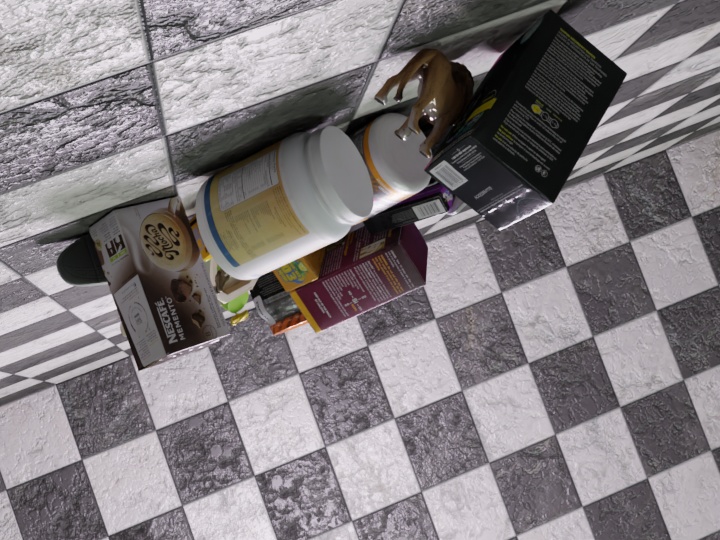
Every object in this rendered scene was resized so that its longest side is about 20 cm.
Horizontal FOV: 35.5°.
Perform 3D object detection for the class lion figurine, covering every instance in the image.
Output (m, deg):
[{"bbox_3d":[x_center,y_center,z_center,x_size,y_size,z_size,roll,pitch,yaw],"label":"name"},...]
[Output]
[{"bbox_3d":[0.084,-0.210,1.303,0.123,0.072,0.200,-55,169,-3],"label":"lion figurine"}]

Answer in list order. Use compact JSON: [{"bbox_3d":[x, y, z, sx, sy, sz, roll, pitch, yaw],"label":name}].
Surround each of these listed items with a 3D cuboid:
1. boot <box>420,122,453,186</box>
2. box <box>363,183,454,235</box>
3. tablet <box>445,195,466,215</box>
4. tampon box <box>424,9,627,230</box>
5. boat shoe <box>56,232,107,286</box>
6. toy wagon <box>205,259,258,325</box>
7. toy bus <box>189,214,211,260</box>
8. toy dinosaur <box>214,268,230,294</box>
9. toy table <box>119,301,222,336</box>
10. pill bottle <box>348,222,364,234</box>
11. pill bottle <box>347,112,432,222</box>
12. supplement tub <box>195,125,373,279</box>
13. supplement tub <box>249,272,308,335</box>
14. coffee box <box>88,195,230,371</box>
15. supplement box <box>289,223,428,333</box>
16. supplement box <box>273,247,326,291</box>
[{"bbox_3d":[0.068,-0.153,1.654,0.198,0.070,0.132,-32,-156,5],"label":"boot"},{"bbox_3d":[0.095,-0.141,1.726,0.141,0.036,0.201,-16,-148,33],"label":"box"},{"bbox_3d":[0.131,-0.140,1.736,0.130,0.014,0.199,-43,-153,-17],"label":"tablet"},{"bbox_3d":[0.197,-0.178,1.353,0.201,0.126,0.150,-57,-171,-20],"label":"tampon box"},{"bbox_3d":[-0.332,-0.023,1.565,0.200,0.075,0.065,-27,176,-36],"label":"boat shoe"},{"bbox_3d":[-0.197,-0.009,1.748,0.039,0.203,0.154,28,-141,30],"label":"toy wagon"},{"bbox_3d":[-0.153,-0.083,1.655,0.197,0.080,0.065,-19,175,-28],"label":"toy bus"},{"bbox_3d":[-0.133,-0.043,1.596,0.199,0.059,0.101,-34,-177,-27],"label":"toy dinosaur"},{"bbox_3d":[-0.309,0.023,1.786,0.197,0.119,0.184,-16,-175,-9],"label":"toy table"},{"bbox_3d":[-0.011,-0.036,1.887,0.112,0.115,0.200,-19,163,-21],"label":"pill bottle"},{"bbox_3d":[-0.002,-0.131,1.571,0.115,0.118,0.199,-17,173,-46],"label":"pill bottle"},{"bbox_3d":[-0.097,-0.087,1.438,0.198,0.147,0.144,-23,175,25],"label":"supplement tub"},{"bbox_3d":[-0.138,-0.001,1.906,0.121,0.203,0.123,-20,175,-2],"label":"supplement tub"},{"bbox_3d":[-0.267,0.016,1.495,0.112,0.203,0.079,-16,173,-45],"label":"coffee box"},{"bbox_3d":[0.000,0.000,1.733,0.198,0.086,0.111,-24,-153,20],"label":"supplement box"},{"bbox_3d":[-0.090,-0.056,1.759,0.068,0.067,0.201,-23,-153,19],"label":"supplement box"}]
